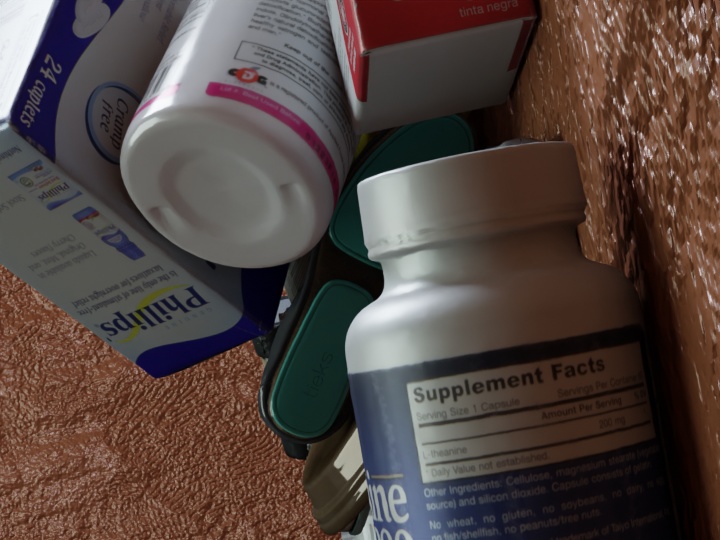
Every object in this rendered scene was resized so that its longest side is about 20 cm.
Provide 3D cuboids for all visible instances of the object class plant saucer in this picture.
[{"bbox_3d":[0.019,0.055,1.023,0.201,0.029,0.200,-61,6,10],"label":"plant saucer"}]

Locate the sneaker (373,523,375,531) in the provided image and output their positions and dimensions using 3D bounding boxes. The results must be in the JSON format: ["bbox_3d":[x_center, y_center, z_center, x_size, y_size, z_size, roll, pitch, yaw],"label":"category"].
[{"bbox_3d":[0.059,0.161,1.038,0.071,0.098,0.202,-107,7,-57],"label":"sneaker"}]

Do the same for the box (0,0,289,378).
[{"bbox_3d":[-0.130,-0.075,1.019,0.200,0.104,0.185,40,-134,-32],"label":"box"}]

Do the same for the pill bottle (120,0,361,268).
[{"bbox_3d":[-0.044,-0.110,0.962,0.114,0.112,0.201,83,-160,-48],"label":"pill bottle"}]

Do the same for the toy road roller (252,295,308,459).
[{"bbox_3d":[0.019,0.064,1.412,0.200,0.145,0.124,-35,-62,-44],"label":"toy road roller"}]

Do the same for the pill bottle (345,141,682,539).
[{"bbox_3d":[0.054,0.061,0.651,0.111,0.110,0.202,129,131,-86],"label":"pill bottle"}]

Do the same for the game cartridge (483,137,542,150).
[{"bbox_3d":[0.082,0.044,0.832,0.133,0.041,0.202,10,-110,-88],"label":"game cartridge"}]

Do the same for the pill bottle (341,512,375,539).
[{"bbox_3d":[0.044,0.231,1.453,0.114,0.113,0.202,97,163,-81],"label":"pill bottle"}]

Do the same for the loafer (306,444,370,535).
[{"bbox_3d":[-0.013,0.085,1.196,0.072,0.062,0.202,-101,19,-61],"label":"loafer"}]

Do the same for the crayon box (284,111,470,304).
[{"bbox_3d":[0.009,-0.075,1.069,0.127,0.050,0.202,-114,44,-62],"label":"crayon box"}]

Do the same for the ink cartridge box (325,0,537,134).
[{"bbox_3d":[0.016,-0.184,0.852,0.144,0.083,0.202,97,161,-80],"label":"ink cartridge box"}]

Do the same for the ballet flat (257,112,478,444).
[{"bbox_3d":[0.000,0.000,0.988,0.202,0.073,0.073,-63,3,-1],"label":"ballet flat"}]
